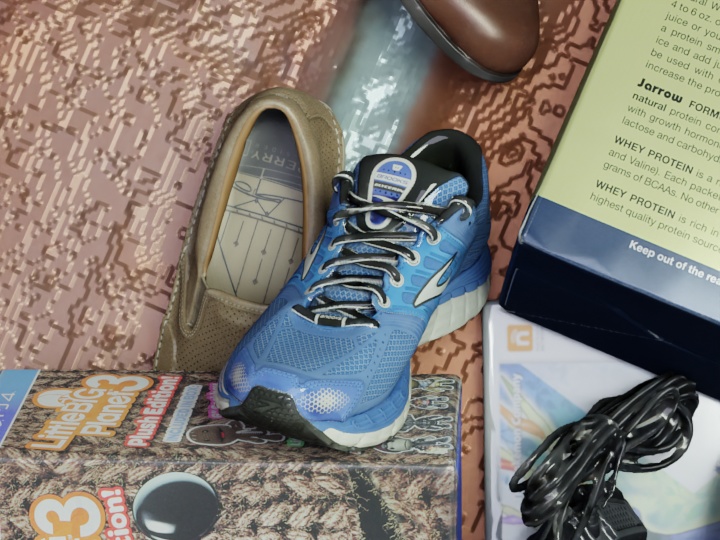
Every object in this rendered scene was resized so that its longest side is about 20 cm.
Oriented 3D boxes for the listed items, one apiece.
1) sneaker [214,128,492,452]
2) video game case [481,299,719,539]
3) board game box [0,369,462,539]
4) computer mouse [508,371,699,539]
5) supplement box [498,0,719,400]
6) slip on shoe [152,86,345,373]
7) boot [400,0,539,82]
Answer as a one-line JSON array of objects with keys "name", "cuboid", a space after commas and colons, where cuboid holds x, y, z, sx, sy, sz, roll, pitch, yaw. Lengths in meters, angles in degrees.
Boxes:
[{"name": "sneaker", "cuboid": [0.000, 0.000, 0.975, 0.078, 0.200, 0.089, 15, 122, 15]}, {"name": "video game case", "cuboid": [0.144, 0.111, 1.050, 0.182, 0.022, 0.200, -1, 88, 4]}, {"name": "board game box", "cuboid": [-0.058, 0.132, 1.002, 0.200, 0.097, 0.160, 0, 108, 4]}, {"name": "computer mouse", "cuboid": [0.079, 0.140, 0.990, 0.053, 0.138, 0.200, 16, 110, 28]}, {"name": "supplement box", "cuboid": [0.186, -0.049, 0.984, 0.200, 0.134, 0.200, 23, 79, 4]}, {"name": "slip on shoe", "cuboid": [-0.048, 0.020, 1.046, 0.076, 0.061, 0.200, 14, 90, 4]}, {"name": "boot", "cuboid": [0.090, -0.193, 0.994, 0.200, 0.068, 0.189, -22, 73, 45]}]
